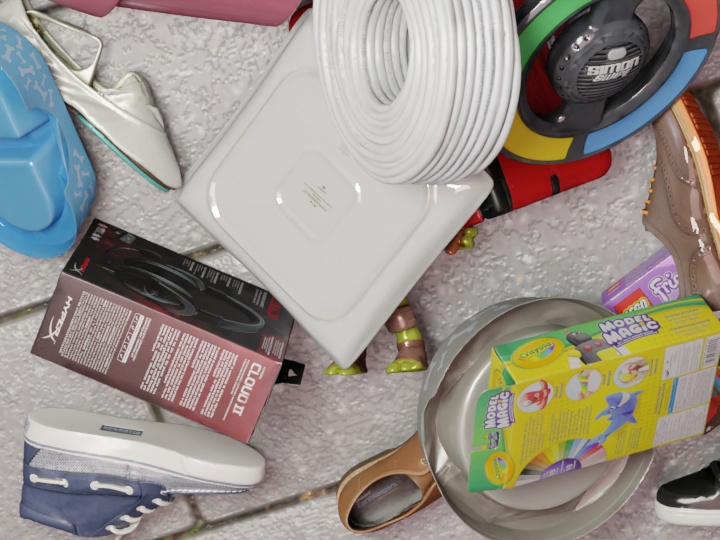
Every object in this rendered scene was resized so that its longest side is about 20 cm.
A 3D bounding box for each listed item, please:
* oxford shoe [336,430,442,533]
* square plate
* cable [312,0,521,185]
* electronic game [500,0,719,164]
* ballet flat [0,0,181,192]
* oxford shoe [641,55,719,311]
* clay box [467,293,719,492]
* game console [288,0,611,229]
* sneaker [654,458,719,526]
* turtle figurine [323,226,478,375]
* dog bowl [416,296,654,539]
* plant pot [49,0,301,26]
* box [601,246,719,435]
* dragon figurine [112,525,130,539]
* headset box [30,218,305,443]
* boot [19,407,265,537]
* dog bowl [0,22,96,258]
[{"bbox_3d":[0.068,0.150,1.811,0.200,0.071,0.071,-38,99,9],"label":"oxford shoe"},{"bbox_3d":[-0.029,-0.059,1.710,0.200,0.028,0.198,44,115,13],"label":"square plate"},{"bbox_3d":[0.037,-0.158,1.579,0.069,0.200,0.201,-6,95,-27],"label":"cable"},{"bbox_3d":[0.170,-0.152,1.618,0.199,0.042,0.200,-20,143,-15],"label":"electronic game"},{"bbox_3d":[-0.206,-0.142,1.745,0.200,0.069,0.070,37,105,-4],"label":"ballet flat"},{"bbox_3d":[0.240,-0.064,1.720,0.073,0.071,0.201,-21,80,20],"label":"oxford shoe"},{"bbox_3d":[0.167,0.093,1.692,0.199,0.048,0.115,-12,134,-17],"label":"clay box"},{"bbox_3d":[0.069,-0.136,1.724,0.172,0.119,0.201,-21,92,-29],"label":"game console"},{"bbox_3d":[0.326,0.133,1.797,0.199,0.073,0.112,-8,103,-3],"label":"sneaker"},{"bbox_3d":[0.000,0.000,1.771,0.199,0.064,0.162,-2,89,2],"label":"turtle figurine"},{"bbox_3d":[0.134,0.112,1.764,0.199,0.059,0.201,-5,104,-19],"label":"dog bowl"},{"bbox_3d":[-0.122,-0.266,1.647,0.178,0.200,0.201,18,107,-19],"label":"plant pot"},{"bbox_3d":[0.308,0.016,1.773,0.200,0.039,0.137,-38,99,13],"label":"box"},{"bbox_3d":[-0.180,0.312,1.876,0.059,0.099,0.201,-17,86,9],"label":"dragon figurine"},{"bbox_3d":[-0.138,0.048,1.750,0.199,0.149,0.077,22,107,-3],"label":"headset box"},{"bbox_3d":[-0.177,0.173,1.832,0.199,0.073,0.091,11,106,10],"label":"boot"},{"bbox_3d":[-0.268,-0.103,1.730,0.111,0.050,0.200,2,127,33],"label":"dog bowl"}]
